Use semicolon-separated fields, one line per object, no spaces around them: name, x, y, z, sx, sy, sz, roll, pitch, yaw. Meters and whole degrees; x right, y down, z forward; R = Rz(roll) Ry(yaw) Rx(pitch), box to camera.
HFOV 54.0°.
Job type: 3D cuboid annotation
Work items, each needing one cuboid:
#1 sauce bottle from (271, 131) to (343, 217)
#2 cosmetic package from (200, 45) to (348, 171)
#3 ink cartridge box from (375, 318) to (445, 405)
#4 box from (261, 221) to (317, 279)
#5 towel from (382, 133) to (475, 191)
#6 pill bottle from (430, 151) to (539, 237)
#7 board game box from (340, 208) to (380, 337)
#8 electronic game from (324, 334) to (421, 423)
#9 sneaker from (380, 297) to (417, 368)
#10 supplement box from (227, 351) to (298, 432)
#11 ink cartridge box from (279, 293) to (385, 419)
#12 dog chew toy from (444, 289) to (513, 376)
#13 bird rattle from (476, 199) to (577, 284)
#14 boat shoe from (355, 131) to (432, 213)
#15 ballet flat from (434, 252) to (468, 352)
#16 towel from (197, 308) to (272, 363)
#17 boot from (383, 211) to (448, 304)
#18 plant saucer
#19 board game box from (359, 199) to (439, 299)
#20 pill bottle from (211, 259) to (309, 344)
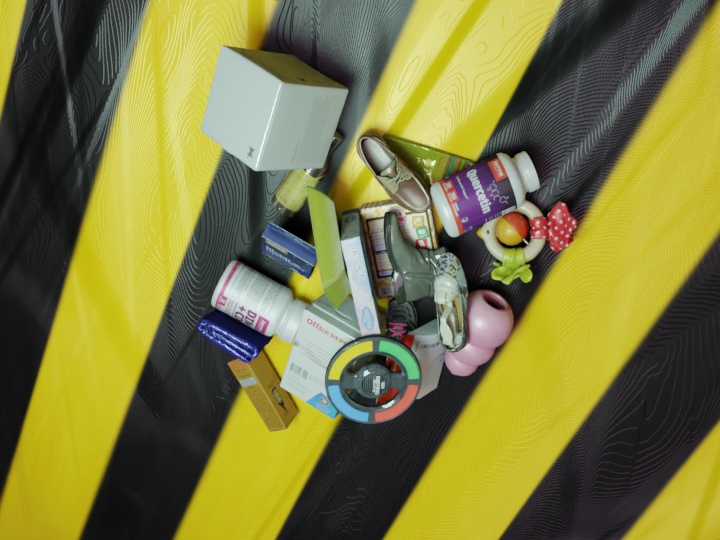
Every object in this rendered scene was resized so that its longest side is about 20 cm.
sauce bottle;-0.107;-0.201;1.448;0.064;0.065;0.201;38;114;-6
cosmetic package;-0.158;-0.299;1.318;0.166;0.198;0.169;35;117;26
ink cartridge box;0.116;0.204;1.497;0.047;0.198;0.164;26;117;28
box;-0.147;-0.038;1.458;0.119;0.200;0.033;30;76;-1
towel;0.128;-0.207;1.429;0.195;0.018;0.088;18;112;3
pill bottle;0.241;-0.153;1.368;0.196;0.113;0.114;-25;106;5
board game box;0.000;0.000;1.433;0.042;0.200;0.205;-11;110;4
electronic game;0.026;0.219;1.403;0.194;0.042;0.205;-2;115;-4
sneaker;0.082;0.155;1.540;0.072;0.088;0.205;7;112;7
supplement box;-0.226;0.276;1.649;0.068;0.067;0.203;-20;106;35
ink cartridge box;-0.059;0.174;1.524;0.144;0.146;0.204;27;116;14
dog chew toy;0.240;0.141;1.495;0.122;0.125;0.203;24;122;0
bird rattle;0.324;-0.070;1.407;0.163;0.112;0.201;44;110;9
boat shoe;0.061;-0.189;1.388;0.200;0.072;0.076;44;101;0
ballet flat;0.177;0.069;1.395;0.070;0.072;0.206;-5;105;12
towel;-0.272;0.138;1.539;0.145;0.200;0.050;28;96;-1
boot;0.118;-0.033;1.434;0.127;0.068;0.205;-11;109;1
plant saucer;-0.055;-0.045;1.395;0.047;0.200;0.206;-11;75;3
board game box;0.091;-0.049;1.481;0.147;0.046;0.205;-7;110;13
pill bottle;-0.217;0.072;1.548;0.197;0.114;0.115;28;114;-2
